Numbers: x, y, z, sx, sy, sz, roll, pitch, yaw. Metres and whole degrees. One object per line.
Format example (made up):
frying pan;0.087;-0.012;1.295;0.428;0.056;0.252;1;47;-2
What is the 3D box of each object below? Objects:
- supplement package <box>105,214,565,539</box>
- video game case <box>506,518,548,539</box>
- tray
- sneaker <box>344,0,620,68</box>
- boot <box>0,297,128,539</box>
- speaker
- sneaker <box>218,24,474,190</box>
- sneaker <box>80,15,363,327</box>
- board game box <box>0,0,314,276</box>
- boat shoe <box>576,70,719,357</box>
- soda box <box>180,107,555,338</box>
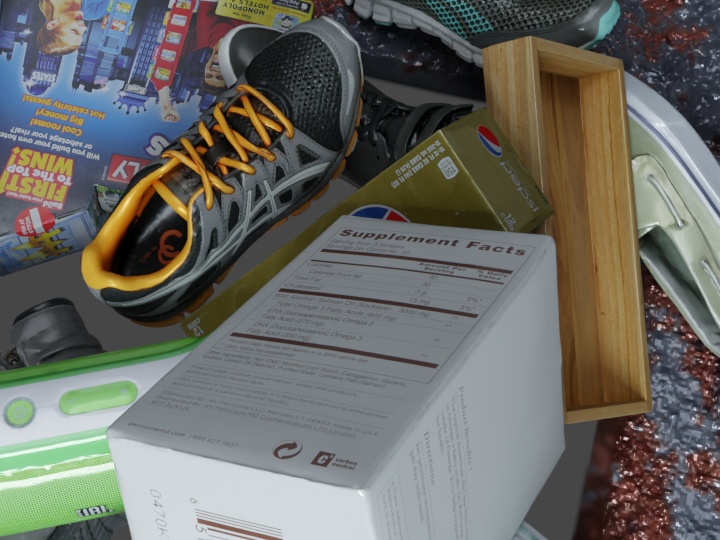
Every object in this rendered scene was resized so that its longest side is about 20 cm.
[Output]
supplement package;0.002;0.073;0.578;0.116;0.118;0.200;7;29;27
video game case;-0.002;0.148;0.585;0.181;0.023;0.200;-21;30;-24
tray;0.114;-0.020;0.737;0.037;0.098;0.202;-8;84;40
sneaker;0.060;-0.183;0.805;0.199;0.092;0.078;21;61;30
boot;-0.197;0.120;0.741;0.131;0.070;0.200;36;65;20
speaker;-0.137;0.084;0.671;0.198;0.089;0.089;-10;69;-6
sneaker;0.013;-0.085;0.758;0.200;0.099;0.071;39;66;-8
sneaker;-0.072;-0.050;0.710;0.078;0.077;0.201;40;97;17
board game box;-0.146;-0.085;0.814;0.198;0.062;0.202;13;72;4
boat shoe;0.177;-0.038;0.785;0.062;0.072;0.200;-34;74;-17
soda box;0.000;0.000;0.710;0.199;0.064;0.068;-35;89;32
